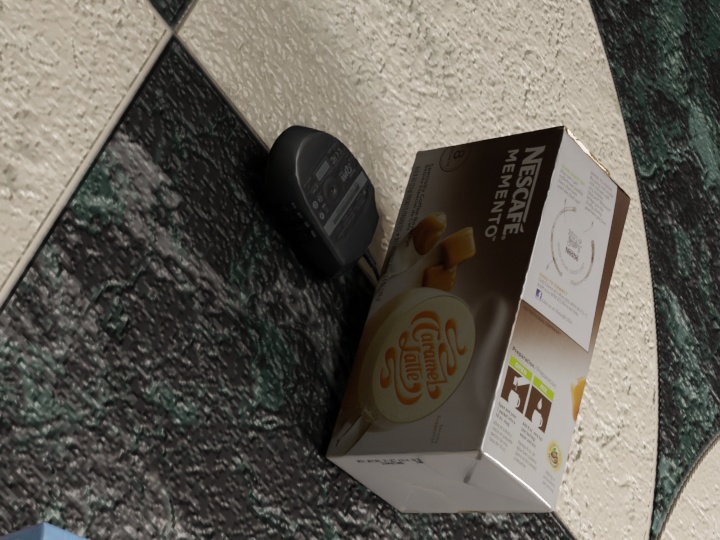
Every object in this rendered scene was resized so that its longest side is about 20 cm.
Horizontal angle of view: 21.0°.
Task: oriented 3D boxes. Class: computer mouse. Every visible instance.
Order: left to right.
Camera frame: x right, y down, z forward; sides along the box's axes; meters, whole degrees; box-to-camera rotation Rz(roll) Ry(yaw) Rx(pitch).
[{"bbox_3d":[0.000,0.000,1.130,0.059,0.034,0.201,-53,124,-39],"label":"computer mouse"}]

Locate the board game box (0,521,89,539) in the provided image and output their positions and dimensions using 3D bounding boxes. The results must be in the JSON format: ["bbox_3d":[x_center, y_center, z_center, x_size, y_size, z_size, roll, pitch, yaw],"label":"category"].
[{"bbox_3d":[-0.107,0.164,0.797,0.199,0.151,0.037,30,50,-42],"label":"board game box"}]

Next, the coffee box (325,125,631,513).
[{"bbox_3d":[0.069,0.029,1.095,0.080,0.114,0.201,39,58,-39],"label":"coffee box"}]
